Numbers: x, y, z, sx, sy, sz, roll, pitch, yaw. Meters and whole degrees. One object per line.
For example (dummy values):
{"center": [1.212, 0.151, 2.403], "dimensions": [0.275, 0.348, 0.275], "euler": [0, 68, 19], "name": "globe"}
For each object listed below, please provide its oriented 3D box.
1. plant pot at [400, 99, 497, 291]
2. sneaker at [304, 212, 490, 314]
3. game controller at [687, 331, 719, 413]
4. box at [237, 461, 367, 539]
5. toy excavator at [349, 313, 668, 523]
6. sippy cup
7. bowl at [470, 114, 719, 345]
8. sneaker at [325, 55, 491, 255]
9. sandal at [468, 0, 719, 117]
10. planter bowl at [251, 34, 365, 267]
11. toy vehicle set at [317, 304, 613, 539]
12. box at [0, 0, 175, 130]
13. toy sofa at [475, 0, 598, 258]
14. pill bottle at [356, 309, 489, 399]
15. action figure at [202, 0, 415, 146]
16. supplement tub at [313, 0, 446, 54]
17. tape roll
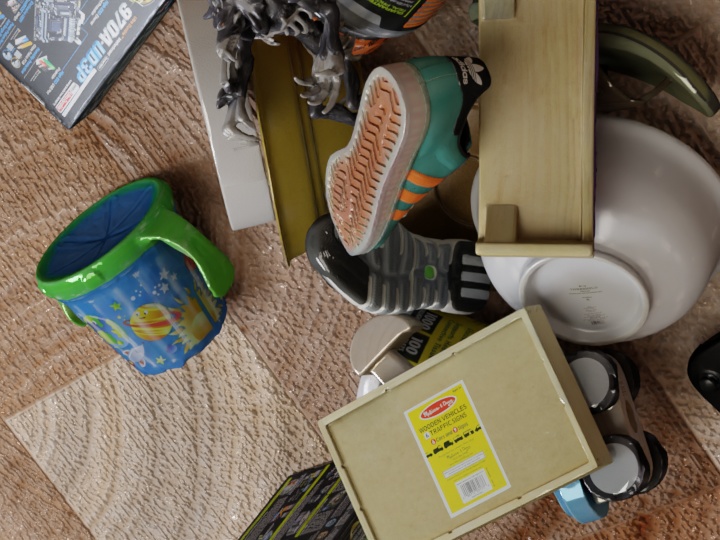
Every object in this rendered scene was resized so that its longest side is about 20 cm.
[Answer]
{"center": [0.088, -0.066, 1.553], "dimensions": [0.199, 0.027, 0.201], "euler": [16, 126, 22], "name": "plant pot"}
{"center": [0.000, 0.000, 1.522], "dimensions": [0.115, 0.199, 0.076], "euler": [0, 79, 41], "name": "sneaker"}
{"center": [0.336, 0.060, 1.477], "dimensions": [0.104, 0.042, 0.200], "euler": [48, 132, -5], "name": "game controller"}
{"center": [-0.040, 0.228, 1.703], "dimensions": [0.160, 0.200, 0.044], "euler": [-23, 106, 37], "name": "box"}
{"center": [0.106, 0.104, 1.494], "dimensions": [0.199, 0.100, 0.196], "euler": [-20, 83, 16], "name": "toy excavator"}
{"center": [-0.184, 0.013, 1.705], "dimensions": [0.131, 0.139, 0.178], "euler": [53, 175, -23], "name": "sippy cup"}
{"center": [0.169, -0.011, 1.461], "dimensions": [0.199, 0.091, 0.202], "euler": [11, 138, 10], "name": "bowl"}
{"center": [0.034, -0.075, 1.346], "dimensions": [0.072, 0.079, 0.200], "euler": [67, 156, 21], "name": "sneaker"}
{"center": [0.163, -0.142, 1.420], "dimensions": [0.200, 0.080, 0.058], "euler": [22, 84, 26], "name": "sandal"}
{"center": [-0.033, -0.108, 1.525], "dimensions": [0.083, 0.201, 0.202], "euler": [-9, 119, 0], "name": "planter bowl"}
{"center": [0.072, 0.124, 1.458], "dimensions": [0.199, 0.026, 0.125], "euler": [-30, 77, 29], "name": "toy vehicle set"}
{"center": [-0.239, -0.233, 1.625], "dimensions": [0.159, 0.046, 0.200], "euler": [43, 131, -1], "name": "box"}
{"center": [0.121, -0.108, 1.370], "dimensions": [0.082, 0.098, 0.202], "euler": [0, 95, 7], "name": "toy sofa"}
{"center": [0.105, 0.106, 1.594], "dimensions": [0.199, 0.113, 0.113], "euler": [22, 128, 12], "name": "pill bottle"}
{"center": [-0.043, -0.139, 1.381], "dimensions": [0.199, 0.103, 0.119], "euler": [31, 151, -27], "name": "action figure"}
{"center": [0.033, -0.248, 1.404], "dimensions": [0.123, 0.123, 0.200], "euler": [45, 130, -2], "name": "supplement tub"}
{"center": [-0.103, -0.130, 1.520], "dimensions": [0.037, 0.203, 0.204], "euler": [-12, 118, -2], "name": "tape roll"}
